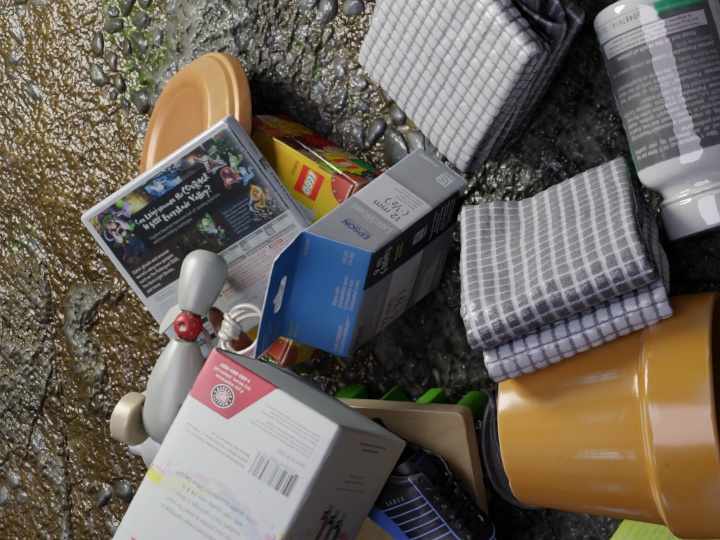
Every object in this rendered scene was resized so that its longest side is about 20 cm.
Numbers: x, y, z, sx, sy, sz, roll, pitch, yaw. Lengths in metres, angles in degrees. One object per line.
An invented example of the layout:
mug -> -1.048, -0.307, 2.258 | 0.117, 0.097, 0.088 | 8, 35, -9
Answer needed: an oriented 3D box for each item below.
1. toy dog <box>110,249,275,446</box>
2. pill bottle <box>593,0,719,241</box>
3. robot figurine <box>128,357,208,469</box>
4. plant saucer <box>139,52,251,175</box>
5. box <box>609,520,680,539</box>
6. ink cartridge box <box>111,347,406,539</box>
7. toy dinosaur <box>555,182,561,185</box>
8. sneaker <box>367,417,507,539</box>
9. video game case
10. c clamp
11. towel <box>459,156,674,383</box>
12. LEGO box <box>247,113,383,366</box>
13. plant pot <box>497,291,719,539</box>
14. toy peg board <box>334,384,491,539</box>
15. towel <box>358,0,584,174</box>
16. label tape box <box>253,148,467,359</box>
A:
toy dog -> -0.152, 0.088, 1.568 | 0.132, 0.096, 0.200 | 39, 101, 20
pill bottle -> 0.274, -0.132, 1.388 | 0.113, 0.113, 0.200 | -18, 85, 31
robot figurine -> -0.140, 0.167, 1.673 | 0.200, 0.113, 0.170 | 10, 118, 30
plant saucer -> -0.169, -0.120, 1.644 | 0.200, 0.037, 0.200 | -27, 57, 53
box -> 0.312, 0.276, 1.450 | 0.200, 0.048, 0.122 | 39, 114, 22
ink cartridge box -> -0.087, 0.194, 1.429 | 0.145, 0.145, 0.200 | 30, 92, 26
toy dinosaur -> 0.179, 0.025, 1.496 | 0.101, 0.058, 0.200 | -20, 85, 30
sneaker -> 0.067, 0.210, 1.478 | 0.200, 0.070, 0.078 | 33, 131, 16
video game case -> -0.142, -0.025, 1.578 | 0.200, 0.023, 0.182 | -30, 101, 30
c clamp -> 0.193, 0.123, 1.488 | 0.200, 0.027, 0.171 | -23, 101, 13
towel -> 0.165, -0.009, 1.383 | 0.165, 0.200, 0.086 | -25, 116, 15
LEGO box -> -0.077, -0.032, 1.632 | 0.149, 0.077, 0.200 | 32, 111, 24
plant pot -> 0.218, 0.126, 1.382 | 0.183, 0.200, 0.200 | -7, 92, 20
toy peg board -> 0.044, 0.201, 1.592 | 0.200, 0.098, 0.199 | 1, 111, 31
towel -> 0.095, -0.204, 1.464 | 0.166, 0.086, 0.200 | 51, 147, 17
label tape box -> 0.000, 0.000, 1.477 | 0.066, 0.200, 0.143 | 36, 140, 19
